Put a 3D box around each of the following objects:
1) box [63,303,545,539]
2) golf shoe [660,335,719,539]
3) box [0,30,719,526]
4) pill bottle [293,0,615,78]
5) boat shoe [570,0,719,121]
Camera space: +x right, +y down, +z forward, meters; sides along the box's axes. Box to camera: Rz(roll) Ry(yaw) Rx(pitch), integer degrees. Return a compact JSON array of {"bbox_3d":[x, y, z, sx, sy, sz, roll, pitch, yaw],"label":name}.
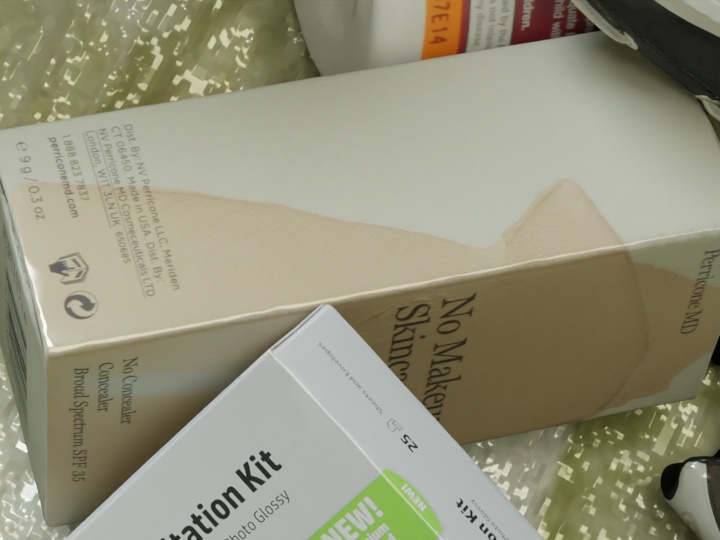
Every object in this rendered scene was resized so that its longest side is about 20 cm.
[{"bbox_3d":[0.003,0.131,0.728,0.200,0.156,0.041,49,31,2],"label":"box"},{"bbox_3d":[0.161,0.008,0.829,0.094,0.078,0.200,28,71,-5],"label":"golf shoe"},{"bbox_3d":[0.000,0.000,0.773,0.199,0.095,0.078,-11,56,-12],"label":"box"},{"bbox_3d":[0.084,-0.115,0.821,0.199,0.114,0.114,-9,78,-14],"label":"pill bottle"},{"bbox_3d":[0.129,-0.063,0.762,0.200,0.060,0.074,25,80,-30],"label":"boat shoe"}]
